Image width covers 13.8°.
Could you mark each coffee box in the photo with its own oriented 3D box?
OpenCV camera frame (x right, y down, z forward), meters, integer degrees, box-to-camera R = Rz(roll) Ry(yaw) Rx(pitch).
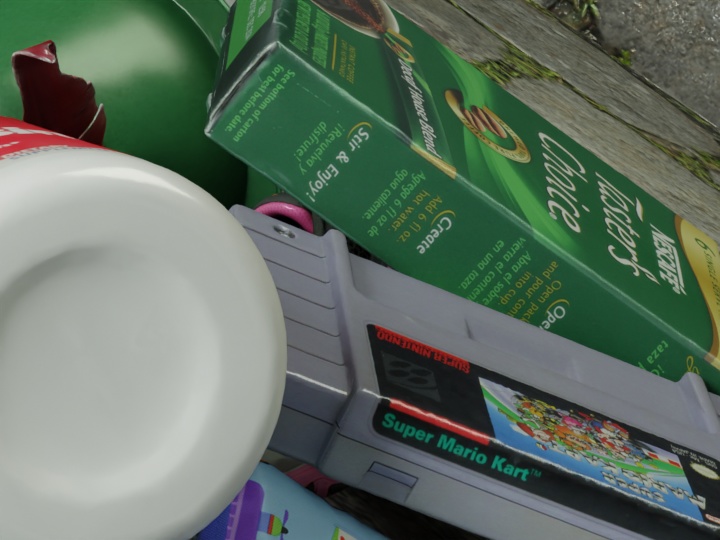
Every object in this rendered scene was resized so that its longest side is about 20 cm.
[{"bbox_3d":[0.041,-0.026,1.012,0.200,0.044,0.123,36,20,-13],"label":"coffee box"}]

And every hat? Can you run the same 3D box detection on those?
[{"bbox_3d":[-0.136,-0.031,1.039,0.165,0.200,0.176,19,28,22],"label":"hat"}]

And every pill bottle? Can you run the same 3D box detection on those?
[{"bbox_3d":[-0.105,0.013,0.852,0.112,0.112,0.200,28,-4,-24],"label":"pill bottle"}]

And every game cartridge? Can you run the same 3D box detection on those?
[{"bbox_3d":[0.050,0.046,0.903,0.200,0.038,0.130,22,15,-13],"label":"game cartridge"}]

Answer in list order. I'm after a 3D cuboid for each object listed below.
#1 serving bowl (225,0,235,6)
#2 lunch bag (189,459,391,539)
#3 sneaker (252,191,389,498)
[{"bbox_3d":[-0.070,-0.077,1.213,0.200,0.200,0.066,27,-21,-25],"label":"serving bowl"},{"bbox_3d":[-0.003,0.159,0.783,0.150,0.094,0.200,33,21,-16],"label":"lunch bag"},{"bbox_3d":[0.000,0.000,1.059,0.086,0.080,0.200,57,35,-15],"label":"sneaker"}]
